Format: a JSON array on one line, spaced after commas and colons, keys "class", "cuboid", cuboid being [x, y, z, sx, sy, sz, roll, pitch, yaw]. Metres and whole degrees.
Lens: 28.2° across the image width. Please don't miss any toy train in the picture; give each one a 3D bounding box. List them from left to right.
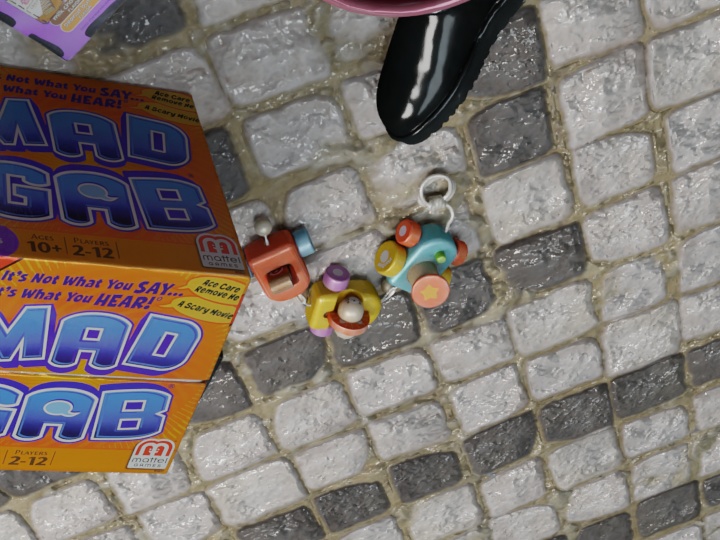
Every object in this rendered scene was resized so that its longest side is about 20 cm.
[{"class": "toy train", "cuboid": [0.000, 0.000, 1.206, 0.198, 0.056, 0.151, -20, 138, -2]}]

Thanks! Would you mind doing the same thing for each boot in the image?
[{"class": "boot", "cuboid": [0.027, -0.196, 1.008, 0.162, 0.074, 0.199, 18, 117, -38]}]

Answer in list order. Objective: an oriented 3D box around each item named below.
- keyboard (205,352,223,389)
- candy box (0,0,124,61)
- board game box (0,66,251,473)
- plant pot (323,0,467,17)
[{"class": "keyboard", "cuboid": [-0.213, 0.084, 1.216, 0.198, 0.040, 0.104, 5, 132, -27]}, {"class": "candy box", "cuboid": [-0.206, -0.247, 0.861, 0.168, 0.072, 0.199, -41, 135, 20]}, {"class": "board game box", "cuboid": [-0.219, 0.001, 1.010, 0.198, 0.201, 0.201, 5, 132, -27]}, {"class": "plant pot", "cuboid": [0.011, -0.277, 0.831, 0.198, 0.180, 0.201, -9, 129, -11]}]
